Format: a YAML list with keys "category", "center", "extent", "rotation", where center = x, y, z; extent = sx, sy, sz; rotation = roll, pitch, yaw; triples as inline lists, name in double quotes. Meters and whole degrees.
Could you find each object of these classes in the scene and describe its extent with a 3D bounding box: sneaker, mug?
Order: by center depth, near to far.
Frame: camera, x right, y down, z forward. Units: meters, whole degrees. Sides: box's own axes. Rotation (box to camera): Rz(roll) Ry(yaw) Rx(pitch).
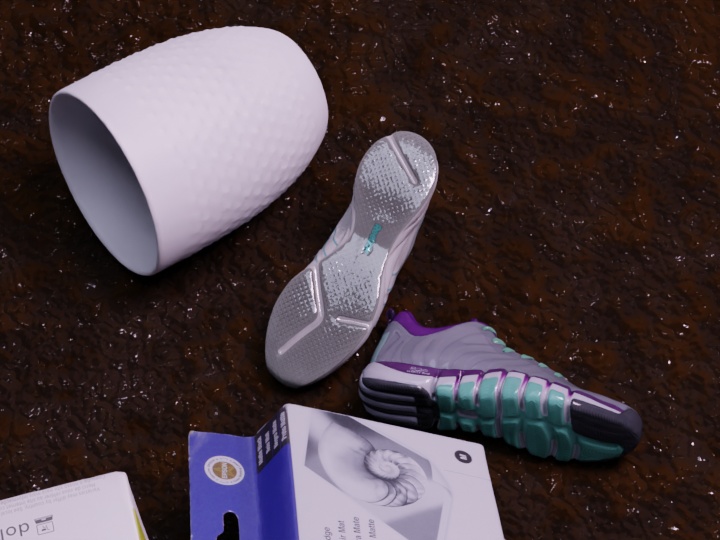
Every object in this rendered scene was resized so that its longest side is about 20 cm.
- category: "sneaker"
  center: [0.101, 0.070, 1.172]
  extent: [0.198, 0.075, 0.088]
  rotation: [11, 53, 10]
- category: "sneaker"
  center: [0.000, 0.000, 1.225]
  extent: [0.070, 0.080, 0.201]
  rotation: [30, 82, 11]
- category: "mug"
  center: [-0.132, -0.107, 1.263]
  extent: [0.174, 0.149, 0.199]
  rotation: [-30, 31, -26]

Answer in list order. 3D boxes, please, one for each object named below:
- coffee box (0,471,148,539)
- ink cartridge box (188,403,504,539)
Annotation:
- category: "coffee box"
  center: [-0.197, 0.267, 0.977]
  extent: [0.197, 0.201, 0.199]
  rotation: [-14, 58, -7]
- category: "ink cartridge box"
  center: [-0.005, 0.166, 1.034]
  extent: [0.198, 0.041, 0.201]
  rotation: [11, 34, -16]
